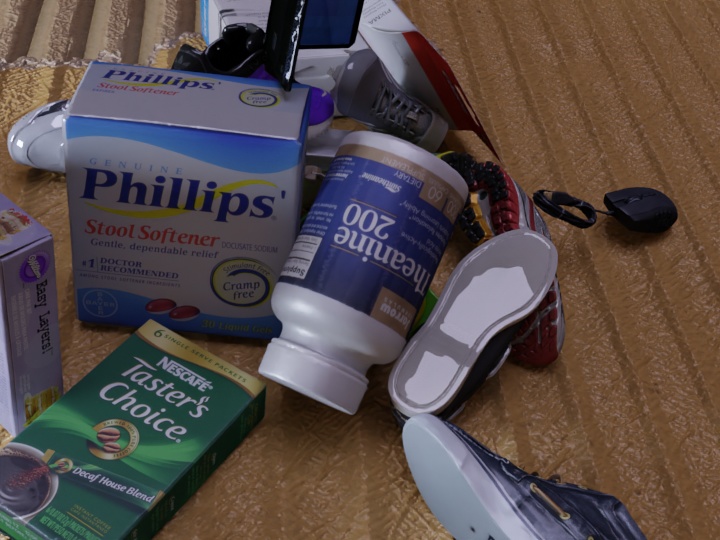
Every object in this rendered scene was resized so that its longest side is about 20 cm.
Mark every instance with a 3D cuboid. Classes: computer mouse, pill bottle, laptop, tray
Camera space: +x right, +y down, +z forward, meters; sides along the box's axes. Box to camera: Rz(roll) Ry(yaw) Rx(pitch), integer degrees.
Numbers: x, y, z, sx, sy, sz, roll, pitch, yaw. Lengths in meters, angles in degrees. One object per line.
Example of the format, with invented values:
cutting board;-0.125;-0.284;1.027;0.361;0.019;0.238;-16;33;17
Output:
computer mouse;0.244;-0.067;1.006;0.199;0.034;0.059;0;43;-40
pill bottle;-0.002;0.003;0.803;0.110;0.111;0.201;21;80;14
laptop;-0.015;-0.254;0.858;0.103;0.178;0.200;6;24;-16
tray;-0.070;-0.117;0.980;0.199;0.022;0.107;3;22;-13

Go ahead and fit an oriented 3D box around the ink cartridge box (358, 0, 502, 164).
ink cartridge box;0.060;-0.203;1.083;0.057;0.163;0.201;-32;48;7

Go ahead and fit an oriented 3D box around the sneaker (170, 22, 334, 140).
sneaker;-0.092;-0.174;0.944;0.069;0.100;0.200;25;25;36

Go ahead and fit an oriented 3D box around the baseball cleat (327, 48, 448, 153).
baseball cleat;0.036;-0.167;1.041;0.106;0.070;0.200;26;6;13

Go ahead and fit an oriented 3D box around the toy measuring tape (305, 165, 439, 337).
toy measuring tape;0.000;0.000;0.896;0.073;0.074;0.200;-33;74;-36

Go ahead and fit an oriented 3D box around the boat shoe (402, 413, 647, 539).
boat shoe;0.120;0.171;0.751;0.091;0.071;0.200;-24;58;-32

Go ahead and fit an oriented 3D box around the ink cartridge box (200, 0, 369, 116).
ink cartridge box;-0.089;-0.258;1.173;0.145;0.085;0.200;-8;45;-18

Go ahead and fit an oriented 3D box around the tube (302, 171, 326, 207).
tube;-0.032;-0.099;1.037;0.199;0.052;0.058;-19;81;-35

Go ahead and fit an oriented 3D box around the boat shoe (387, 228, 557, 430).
boat shoe;0.093;0.050;0.842;0.074;0.060;0.200;29;64;19

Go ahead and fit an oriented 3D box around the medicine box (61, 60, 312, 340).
medicine box;-0.139;-0.055;0.852;0.181;0.201;0.103;6;37;-2

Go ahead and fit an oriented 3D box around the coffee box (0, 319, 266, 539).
coffee box;-0.173;0.129;0.763;0.123;0.044;0.200;27;45;20

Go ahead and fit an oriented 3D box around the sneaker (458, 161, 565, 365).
sneaker;0.150;-0.007;0.936;0.082;0.078;0.201;24;46;-42

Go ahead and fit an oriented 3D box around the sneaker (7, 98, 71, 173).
sneaker;-0.234;-0.103;0.986;0.199;0.075;0.115;-1;40;-15

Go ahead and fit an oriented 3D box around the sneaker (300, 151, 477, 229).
sneaker;0.017;-0.055;0.990;0.199;0.078;0.085;-24;18;-24

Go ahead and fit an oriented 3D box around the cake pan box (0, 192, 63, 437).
cake pan box;-0.305;0.004;0.777;0.200;0.185;0.052;33;43;26
